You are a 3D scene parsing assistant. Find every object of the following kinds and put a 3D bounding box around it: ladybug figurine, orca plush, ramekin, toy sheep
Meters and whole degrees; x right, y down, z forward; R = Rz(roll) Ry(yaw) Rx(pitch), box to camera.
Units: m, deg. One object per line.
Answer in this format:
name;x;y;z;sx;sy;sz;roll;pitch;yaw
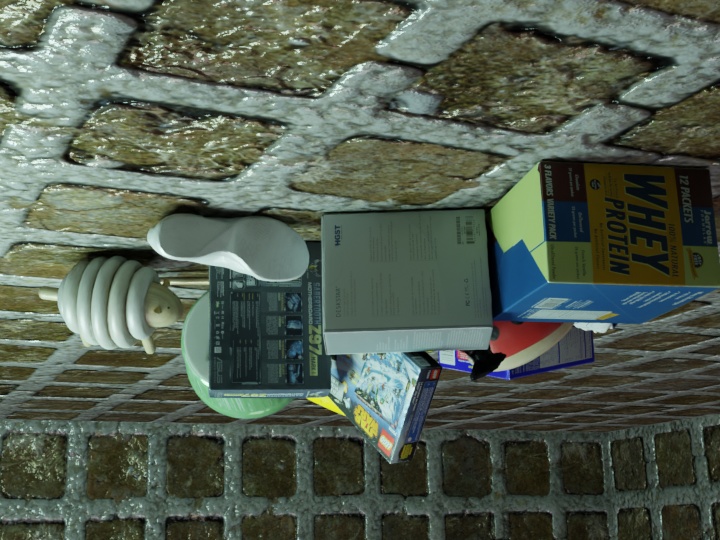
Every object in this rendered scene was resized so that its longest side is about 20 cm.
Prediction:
ladybug figurine;0.232;0.065;1.583;0.136;0.200;0.072;32;157;51
orca plush;0.089;0.057;1.371;0.105;0.201;0.071;-36;148;2
ramekin;-0.171;0.110;1.619;0.198;0.202;0.098;-2;159;2
toy sheep;-0.336;0.044;1.465;0.198;0.139;0.138;2;166;5

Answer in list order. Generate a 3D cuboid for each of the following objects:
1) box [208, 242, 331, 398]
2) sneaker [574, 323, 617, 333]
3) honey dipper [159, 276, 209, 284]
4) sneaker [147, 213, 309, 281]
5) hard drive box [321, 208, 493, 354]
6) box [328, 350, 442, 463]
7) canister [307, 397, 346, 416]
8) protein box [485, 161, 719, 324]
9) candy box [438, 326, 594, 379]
box;-0.118;0.063;1.412;0.156;0.202;0.051;0;163;-9
sneaker;0.339;0.061;1.655;0.087;0.075;0.199;51;146;-15
honey dipper;-0.212;0.016;1.555;0.198;0.038;0.038;0;166;4
sneaker;-0.162;-0.033;1.331;0.199;0.076;0.088;12;174;-25
hard drive box;0.053;0.013;1.310;0.198;0.157;0.077;-1;156;1
box;0.016;0.131;1.393;0.040;0.138;0.200;0;-152;-36
canister;0.012;0.116;1.587;0.148;0.200;0.087;18;134;32
protein box;0.267;-0.024;1.244;0.198;0.136;0.199;1;165;-11
candy box;0.252;0.118;1.770;0.199;0.078;0.168;-6;-174;-38
